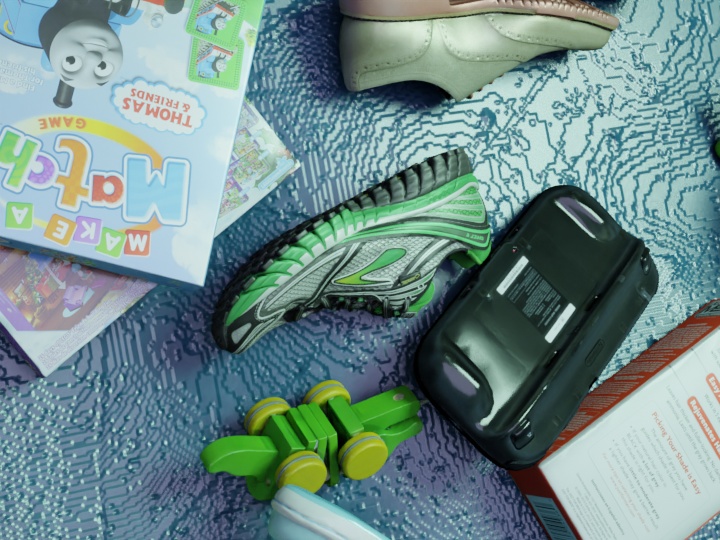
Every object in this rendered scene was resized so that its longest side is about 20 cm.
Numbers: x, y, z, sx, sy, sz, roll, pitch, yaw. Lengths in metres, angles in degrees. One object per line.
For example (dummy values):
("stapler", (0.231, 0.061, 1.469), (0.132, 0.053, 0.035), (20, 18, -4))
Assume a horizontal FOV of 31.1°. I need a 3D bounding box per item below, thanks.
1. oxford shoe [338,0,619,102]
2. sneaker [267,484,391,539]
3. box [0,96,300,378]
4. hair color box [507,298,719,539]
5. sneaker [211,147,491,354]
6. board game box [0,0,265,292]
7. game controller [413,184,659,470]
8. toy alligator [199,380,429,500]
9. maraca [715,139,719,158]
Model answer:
("oxford shoe", (0.076, -0.149, 0.845), (0.198, 0.071, 0.074), (-2, 110, -19))
("sneaker", (-0.006, 0.221, 0.744), (0.200, 0.079, 0.131), (45, 74, -28))
("box", (-0.152, -0.053, 0.762), (0.200, 0.039, 0.137), (-40, 98, -18))
("hair color box", (0.203, 0.112, 0.853), (0.199, 0.061, 0.102), (-33, 95, -17))
("sneaker", (0.000, 0.000, 0.788), (0.199, 0.078, 0.086), (-28, 94, -19))
("board game box", (-0.141, -0.103, 0.731), (0.150, 0.037, 0.202), (14, 80, -16))
("game controller", (0.116, 0.030, 0.827), (0.104, 0.042, 0.200), (40, 58, 3))
("toy alligator", (-0.005, 0.104, 0.794), (0.199, 0.059, 0.055), (-14, 134, -26))
("maraca", (0.328, -0.052, 0.881), (0.201, 0.137, 0.107), (55, 39, 2))
